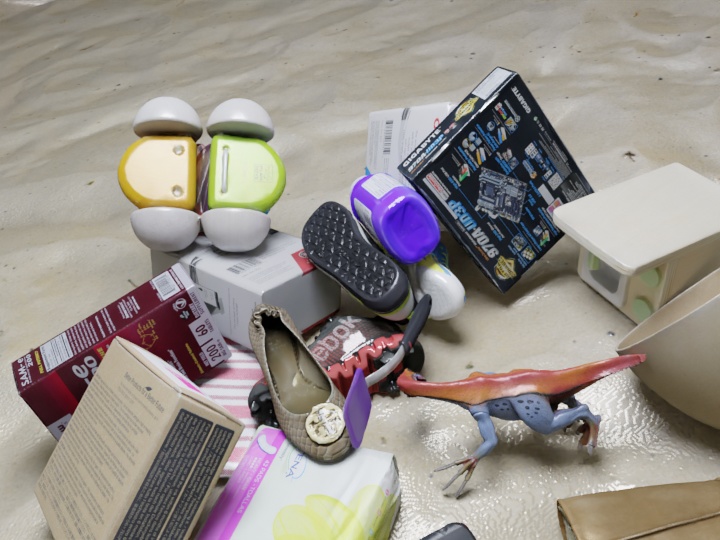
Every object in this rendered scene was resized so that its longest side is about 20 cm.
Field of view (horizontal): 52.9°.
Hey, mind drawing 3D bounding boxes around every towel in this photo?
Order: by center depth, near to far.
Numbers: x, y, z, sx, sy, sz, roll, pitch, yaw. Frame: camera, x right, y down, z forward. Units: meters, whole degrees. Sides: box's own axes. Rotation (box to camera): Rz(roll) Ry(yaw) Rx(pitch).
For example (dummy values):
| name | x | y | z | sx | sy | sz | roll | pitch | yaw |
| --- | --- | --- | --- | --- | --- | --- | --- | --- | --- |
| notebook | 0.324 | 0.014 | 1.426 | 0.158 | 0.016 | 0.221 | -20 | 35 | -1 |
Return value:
| name | x | y | z | sx | sy | sz | roll | pitch | yaw |
| --- | --- | --- | --- | --- | --- | --- | --- | --- | --- |
| towel | -0.171 | 0.145 | 0.807 | 0.142 | 0.030 | 0.202 | 0 | 40 | 10 |

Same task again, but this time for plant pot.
| name | x | y | z | sx | sy | sz | roll | pitch | yaw |
| --- | --- | --- | --- | --- | --- | --- | --- | --- | --- |
| plant pot | 0.355 | 0.073 | 0.662 | 0.198 | 0.201 | 0.136 | -30 | 79 | -23 |

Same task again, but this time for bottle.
| name | x | y | z | sx | sy | sz | roll | pitch | yaw |
| --- | --- | --- | --- | --- | --- | --- | --- | --- | --- |
| bottle | 0.030 | -0.071 | 0.849 | 0.065 | 0.084 | 0.200 | -37 | 21 | -1 |

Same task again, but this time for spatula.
| name | x | y | z | sx | sy | sz | roll | pitch | yaw |
| --- | --- | --- | --- | --- | --- | --- | --- | --- | --- |
| spatula | 0.030 | 0.087 | 0.704 | 0.020 | 0.058 | 0.200 | 7 | 38 | 31 |

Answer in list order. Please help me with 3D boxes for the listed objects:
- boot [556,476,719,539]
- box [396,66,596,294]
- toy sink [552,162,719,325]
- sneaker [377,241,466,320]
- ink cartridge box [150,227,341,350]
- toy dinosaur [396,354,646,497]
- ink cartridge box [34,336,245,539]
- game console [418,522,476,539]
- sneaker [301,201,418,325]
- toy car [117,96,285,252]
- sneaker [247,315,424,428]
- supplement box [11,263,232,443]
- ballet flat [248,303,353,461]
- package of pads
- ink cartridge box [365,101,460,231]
| name | x | y | z | sx | sy | sz | roll | pitch | yaw |
| --- | --- | --- | --- | --- | --- | --- | --- | --- | --- |
| boot | 0.275 | 0.233 | 0.561 | 0.195 | 0.068 | 0.176 | -11 | 26 | -1 |
| box | 0.159 | -0.096 | 0.813 | 0.159 | 0.200 | 0.046 | -44 | 29 | 2 |
| toy sink | 0.327 | -0.021 | 0.822 | 0.196 | 0.114 | 0.131 | -20 | 39 | -20 |
| sneaker | 0.082 | -0.006 | 0.874 | 0.103 | 0.077 | 0.199 | -21 | 26 | -26 |
| ink cartridge box | -0.141 | 0.010 | 0.895 | 0.197 | 0.085 | 0.146 | 20 | 30 | 33 |
| toy dinosaur | 0.131 | 0.108 | 0.687 | 0.178 | 0.203 | 0.105 | 23 | 21 | -8 |
| ink cartridge box | -0.204 | 0.168 | 0.644 | 0.198 | 0.075 | 0.167 | 15 | 75 | 56 |
| game console | 0.030 | 0.300 | 0.500 | 0.196 | 0.031 | 0.179 | -22 | 68 | -15 |
| sneaker | 0.000 | 0.000 | 0.827 | 0.072 | 0.083 | 0.201 | -42 | 48 | 2 |
| toy car | -0.188 | -0.106 | 0.888 | 0.194 | 0.150 | 0.180 | 0 | 78 | -3 |
| sneaker | -0.033 | 0.103 | 0.788 | 0.196 | 0.072 | 0.098 | -19 | 39 | -14 |
| supplement box | -0.249 | 0.095 | 0.770 | 0.198 | 0.110 | 0.061 | -33 | 38 | -15 |
| ballet flat | -0.064 | 0.099 | 0.704 | 0.066 | 0.047 | 0.201 | -21 | 45 | -14 |
| package of pads | -0.059 | 0.237 | 0.627 | 0.151 | 0.069 | 0.202 | 7 | 42 | 22 |
| ink cartridge box | 0.084 | -0.131 | 0.930 | 0.082 | 0.150 | 0.199 | 1 | 8 | -28 |
